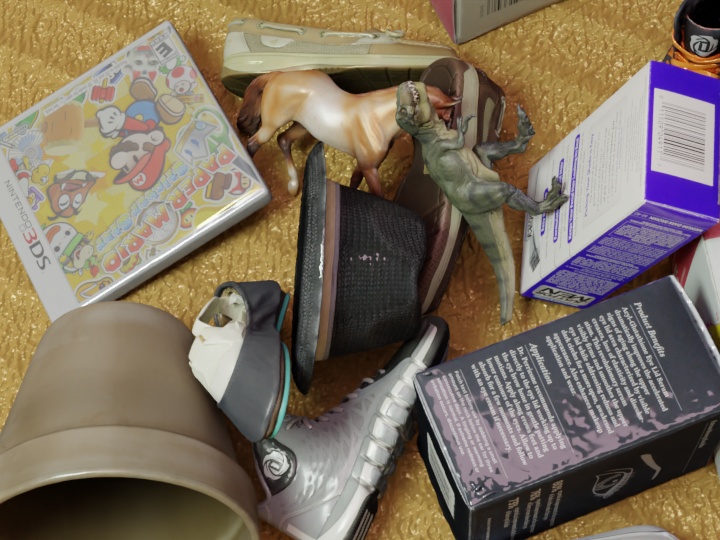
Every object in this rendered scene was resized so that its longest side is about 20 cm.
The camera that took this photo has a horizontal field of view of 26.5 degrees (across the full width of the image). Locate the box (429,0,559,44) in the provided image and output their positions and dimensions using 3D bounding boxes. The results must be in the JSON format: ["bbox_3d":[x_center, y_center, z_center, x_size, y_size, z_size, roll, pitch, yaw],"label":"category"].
[{"bbox_3d":[0.091,-0.313,1.277,0.127,0.109,0.201,-23,67,-6],"label":"box"}]

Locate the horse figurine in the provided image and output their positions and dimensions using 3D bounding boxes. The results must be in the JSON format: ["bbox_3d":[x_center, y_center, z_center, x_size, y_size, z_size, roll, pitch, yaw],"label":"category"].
[{"bbox_3d":[-0.026,-0.105,1.187,0.200,0.133,0.050,26,29,27],"label":"horse figurine"}]

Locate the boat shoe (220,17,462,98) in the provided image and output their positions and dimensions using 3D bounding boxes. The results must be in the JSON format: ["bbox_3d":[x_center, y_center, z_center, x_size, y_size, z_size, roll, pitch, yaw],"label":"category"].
[{"bbox_3d":[-0.014,-0.177,1.247,0.200,0.073,0.063,0,71,11],"label":"boat shoe"}]

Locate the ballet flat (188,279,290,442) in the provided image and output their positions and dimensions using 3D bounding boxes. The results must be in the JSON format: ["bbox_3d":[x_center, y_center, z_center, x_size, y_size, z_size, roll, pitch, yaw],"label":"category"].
[{"bbox_3d":[-0.086,0.057,1.072,0.073,0.073,0.200,-7,23,1],"label":"ballet flat"}]

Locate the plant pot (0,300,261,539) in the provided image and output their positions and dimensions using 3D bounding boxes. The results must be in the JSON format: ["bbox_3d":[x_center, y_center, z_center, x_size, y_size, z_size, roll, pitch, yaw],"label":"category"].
[{"bbox_3d":[-0.174,0.125,1.079,0.199,0.200,0.174,-7,50,0],"label":"plant pot"}]

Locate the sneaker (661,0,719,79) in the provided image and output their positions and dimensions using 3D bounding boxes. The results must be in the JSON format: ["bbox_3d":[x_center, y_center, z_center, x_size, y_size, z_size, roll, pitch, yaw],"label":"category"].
[{"bbox_3d":[0.249,-0.146,1.194,0.077,0.112,0.201,23,71,13],"label":"sneaker"}]

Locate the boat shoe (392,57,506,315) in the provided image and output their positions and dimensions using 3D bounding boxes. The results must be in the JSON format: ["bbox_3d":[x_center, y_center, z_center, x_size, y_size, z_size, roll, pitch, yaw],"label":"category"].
[{"bbox_3d":[0.074,-0.059,1.189,0.075,0.075,0.203,10,86,52],"label":"boat shoe"}]

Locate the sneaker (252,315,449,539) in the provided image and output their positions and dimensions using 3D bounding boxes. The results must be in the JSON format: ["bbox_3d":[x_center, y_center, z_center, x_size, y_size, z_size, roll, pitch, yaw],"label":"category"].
[{"bbox_3d":[-0.019,0.104,1.126,0.115,0.075,0.201,23,71,15],"label":"sneaker"}]

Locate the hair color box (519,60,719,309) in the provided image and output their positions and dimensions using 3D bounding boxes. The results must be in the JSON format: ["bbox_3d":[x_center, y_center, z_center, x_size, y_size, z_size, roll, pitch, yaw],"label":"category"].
[{"bbox_3d":[0.186,-0.056,1.108,0.065,0.200,0.110,14,67,-16],"label":"hair color box"}]

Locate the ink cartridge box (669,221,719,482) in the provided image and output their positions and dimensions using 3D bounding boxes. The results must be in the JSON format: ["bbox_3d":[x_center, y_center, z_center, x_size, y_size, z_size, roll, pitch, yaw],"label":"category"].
[{"bbox_3d":[0.317,0.045,1.090,0.145,0.145,0.201,-8,67,1],"label":"ink cartridge box"}]

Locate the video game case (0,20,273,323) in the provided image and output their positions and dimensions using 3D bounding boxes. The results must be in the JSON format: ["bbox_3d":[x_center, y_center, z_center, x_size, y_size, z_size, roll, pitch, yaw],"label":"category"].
[{"bbox_3d":[-0.195,-0.078,1.221,0.200,0.023,0.182,-32,68,2],"label":"video game case"}]

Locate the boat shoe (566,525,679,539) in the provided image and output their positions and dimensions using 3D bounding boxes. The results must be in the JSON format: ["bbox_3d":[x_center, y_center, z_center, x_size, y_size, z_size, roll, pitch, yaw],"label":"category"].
[{"bbox_3d":[0.135,0.222,1.058,0.199,0.065,0.074,-18,95,-4],"label":"boat shoe"}]

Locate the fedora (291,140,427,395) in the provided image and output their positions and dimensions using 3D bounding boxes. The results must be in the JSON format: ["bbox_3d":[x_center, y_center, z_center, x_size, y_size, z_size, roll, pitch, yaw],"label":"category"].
[{"bbox_3d":[0.000,0.000,1.096,0.091,0.201,0.201,3,67,-4],"label":"fedora"}]

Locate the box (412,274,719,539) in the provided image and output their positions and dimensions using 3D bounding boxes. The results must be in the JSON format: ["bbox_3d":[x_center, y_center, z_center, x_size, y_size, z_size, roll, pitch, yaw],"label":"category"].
[{"bbox_3d":[0.146,0.107,1.075,0.199,0.148,0.105,-21,67,-7],"label":"box"}]

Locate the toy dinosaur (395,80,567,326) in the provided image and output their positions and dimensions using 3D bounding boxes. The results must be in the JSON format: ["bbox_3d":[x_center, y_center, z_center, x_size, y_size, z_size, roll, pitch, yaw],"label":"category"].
[{"bbox_3d":[0.098,-0.065,1.126,0.088,0.047,0.200,-27,105,7],"label":"toy dinosaur"}]
